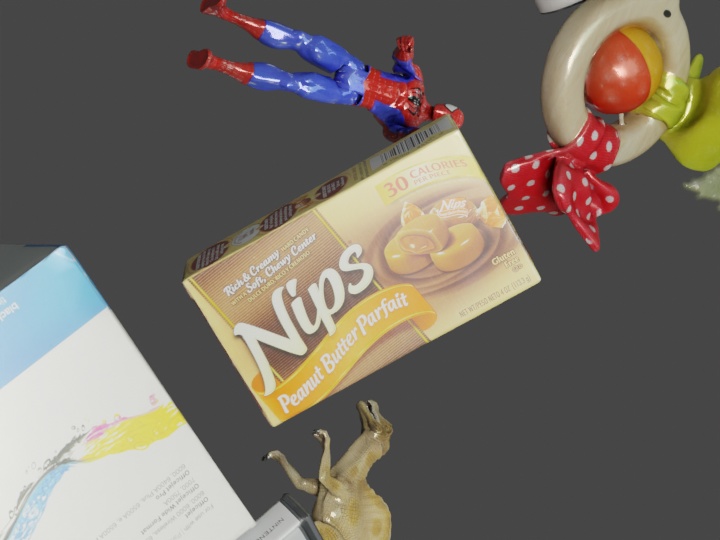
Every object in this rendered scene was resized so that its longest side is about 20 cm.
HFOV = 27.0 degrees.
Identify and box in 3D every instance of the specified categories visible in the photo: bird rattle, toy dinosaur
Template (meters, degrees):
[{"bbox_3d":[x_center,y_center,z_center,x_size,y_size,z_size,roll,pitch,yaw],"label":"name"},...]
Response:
[{"bbox_3d":[0.177,-0.122,1.076,0.200,0.113,0.163,-24,121,-16],"label":"bird rattle"},{"bbox_3d":[-0.025,0.180,1.002,0.101,0.058,0.200,18,83,-28],"label":"toy dinosaur"}]

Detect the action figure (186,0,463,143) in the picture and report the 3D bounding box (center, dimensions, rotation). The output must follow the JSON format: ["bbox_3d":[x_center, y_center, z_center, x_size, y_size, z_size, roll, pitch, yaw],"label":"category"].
[{"bbox_3d":[-0.002,-0.129,0.990,0.200,0.099,0.065,17,84,-30],"label":"action figure"}]

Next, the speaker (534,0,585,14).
[{"bbox_3d":[0.123,-0.289,1.060,0.081,0.081,0.200,-33,106,-23],"label":"speaker"}]

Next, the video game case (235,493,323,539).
[{"bbox_3d":[-0.080,0.248,0.921,0.181,0.025,0.200,-40,144,-15],"label":"video game case"}]

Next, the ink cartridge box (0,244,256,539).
[{"bbox_3d":[-0.190,0.106,0.862,0.145,0.147,0.200,-39,107,-22],"label":"ink cartridge box"}]

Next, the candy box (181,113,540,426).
[{"bbox_3d":[0.000,0.000,0.964,0.200,0.055,0.116,-29,106,7],"label":"candy box"}]
